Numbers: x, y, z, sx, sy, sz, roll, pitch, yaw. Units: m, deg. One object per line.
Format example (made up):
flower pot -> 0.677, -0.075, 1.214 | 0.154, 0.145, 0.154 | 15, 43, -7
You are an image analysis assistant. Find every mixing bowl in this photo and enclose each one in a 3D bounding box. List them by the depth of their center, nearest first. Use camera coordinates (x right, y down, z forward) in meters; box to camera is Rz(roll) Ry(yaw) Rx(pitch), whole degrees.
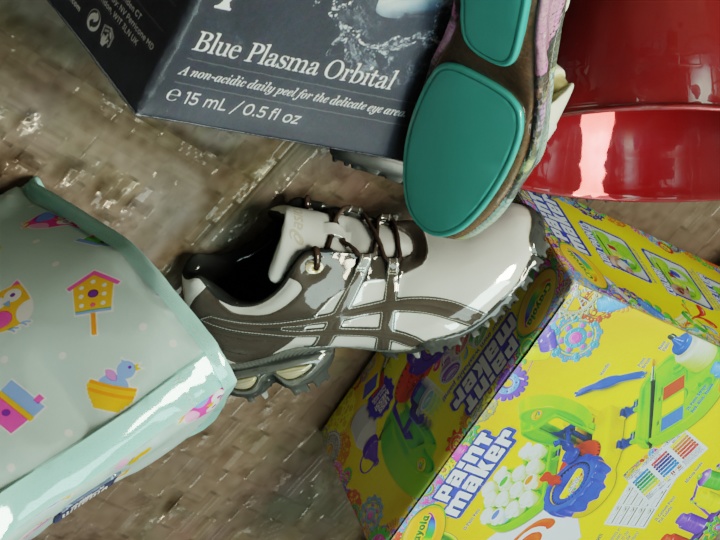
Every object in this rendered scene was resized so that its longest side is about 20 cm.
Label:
mixing bowl -> 0.151, -0.107, 1.389 | 0.199, 0.109, 0.200 | 0, 169, 0

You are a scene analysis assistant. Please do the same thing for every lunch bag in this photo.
lunch bag -> -0.163, 0.061, 1.291 | 0.170, 0.200, 0.122 | -33, 122, -16

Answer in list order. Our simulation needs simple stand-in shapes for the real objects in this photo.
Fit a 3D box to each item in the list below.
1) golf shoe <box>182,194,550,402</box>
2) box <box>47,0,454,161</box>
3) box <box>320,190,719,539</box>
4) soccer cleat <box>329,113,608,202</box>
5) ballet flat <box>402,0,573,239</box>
golf shoe -> 0.000, 0.000, 1.453 | 0.199, 0.078, 0.095 | -22, 131, 7
box -> -0.012, -0.169, 1.275 | 0.196, 0.118, 0.201 | 7, 122, -41
box -> 0.119, 0.082, 1.579 | 0.192, 0.122, 0.200 | 23, 113, -31
soccer cleat -> 0.070, -0.079, 1.477 | 0.199, 0.068, 0.074 | 1, 104, -34
ballet flat -> 0.070, -0.102, 1.266 | 0.071, 0.069, 0.201 | -33, 146, -40
